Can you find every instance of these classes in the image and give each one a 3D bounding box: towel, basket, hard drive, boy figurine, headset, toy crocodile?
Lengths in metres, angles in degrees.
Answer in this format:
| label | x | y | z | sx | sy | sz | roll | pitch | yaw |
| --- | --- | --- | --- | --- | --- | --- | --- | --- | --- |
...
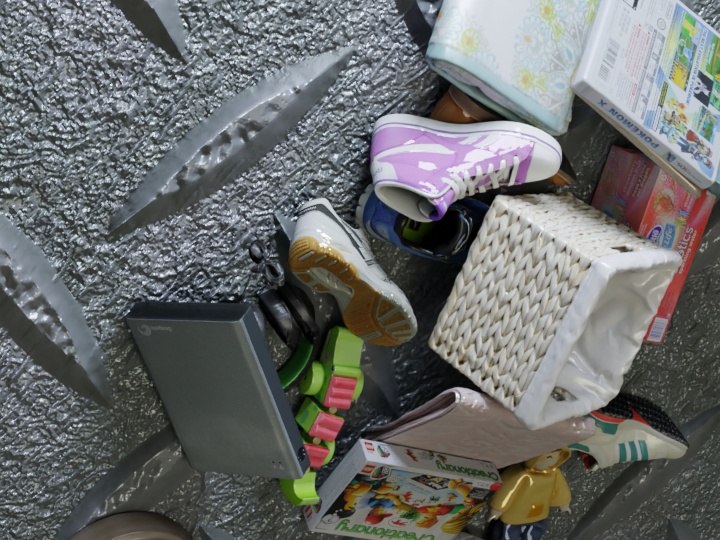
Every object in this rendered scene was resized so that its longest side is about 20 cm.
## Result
| label | x | y | z | sx | sy | sz | roll | pitch | yaw |
| --- | --- | --- | --- | --- | --- | --- | --- | --- | --- |
| towel | 0.161 | -0.249 | 1.460 | 0.199 | 0.048 | 0.173 | 27 | 74 | -38 |
| basket | 0.207 | 0.038 | 1.522 | 0.197 | 0.160 | 0.202 | -7 | 125 | -55 |
| hard drive | -0.140 | 0.119 | 1.419 | 0.033 | 0.138 | 0.202 | -55 | 137 | -45 |
| towel | 0.129 | 0.179 | 1.584 | 0.198 | 0.190 | 0.033 | 13 | 64 | -33 |
| boy figurine | 0.211 | 0.278 | 1.732 | 0.123 | 0.064 | 0.203 | 6 | 110 | -29 |
| headset | -0.095 | 0.059 | 1.440 | 0.122 | 0.094 | 0.202 | -19 | 130 | -23 |
| toy crocodile | -0.042 | 0.155 | 1.531 | 0.067 | 0.062 | 0.202 | 16 | 102 | -34 |

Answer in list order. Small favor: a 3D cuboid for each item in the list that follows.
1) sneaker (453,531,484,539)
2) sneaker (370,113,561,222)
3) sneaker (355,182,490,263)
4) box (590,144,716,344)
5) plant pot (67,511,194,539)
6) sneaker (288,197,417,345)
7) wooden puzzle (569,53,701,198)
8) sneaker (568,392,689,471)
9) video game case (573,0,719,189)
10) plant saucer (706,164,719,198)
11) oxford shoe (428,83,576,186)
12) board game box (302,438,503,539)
| label | x | y | z | sx | sy | sz | roll | pitch | yaw |
| --- | --- | --- | --- | --- | --- | --- | --- | --- | --- |
| sneaker | 0.089 | 0.416 | 1.683 | 0.199 | 0.078 | 0.131 | -50 | 148 | -51 |
| sneaker | 0.107 | -0.090 | 1.441 | 0.197 | 0.115 | 0.073 | 3 | 140 | -1 |
| sneaker | 0.090 | -0.037 | 1.508 | 0.198 | 0.089 | 0.080 | 8 | 107 | -38 |
| box | 0.317 | -0.029 | 1.642 | 0.101 | 0.095 | 0.203 | 9 | 105 | -33 |
| plant pot | -0.221 | 0.379 | 1.455 | 0.197 | 0.173 | 0.203 | -12 | 117 | -24 |
| sneaker | 0.000 | 0.000 | 1.474 | 0.075 | 0.089 | 0.200 | -19 | 137 | 23 |
| wooden puzzle | 0.314 | -0.194 | 1.517 | 0.184 | 0.037 | 0.201 | 38 | 52 | -13 |
| sneaker | 0.321 | 0.208 | 1.774 | 0.198 | 0.071 | 0.094 | 21 | 117 | -37 |
| video game case | 0.315 | -0.209 | 1.488 | 0.181 | 0.022 | 0.202 | 35 | 52 | -15 |
| plant saucer | 0.409 | -0.129 | 1.611 | 0.199 | 0.203 | 0.039 | 8 | 134 | -33 |
| oxford shoe | 0.152 | -0.136 | 1.527 | 0.199 | 0.072 | 0.071 | 28 | 121 | -32 |
| board game box | 0.049 | 0.256 | 1.617 | 0.198 | 0.035 | 0.127 | 14 | 127 | -33 |
